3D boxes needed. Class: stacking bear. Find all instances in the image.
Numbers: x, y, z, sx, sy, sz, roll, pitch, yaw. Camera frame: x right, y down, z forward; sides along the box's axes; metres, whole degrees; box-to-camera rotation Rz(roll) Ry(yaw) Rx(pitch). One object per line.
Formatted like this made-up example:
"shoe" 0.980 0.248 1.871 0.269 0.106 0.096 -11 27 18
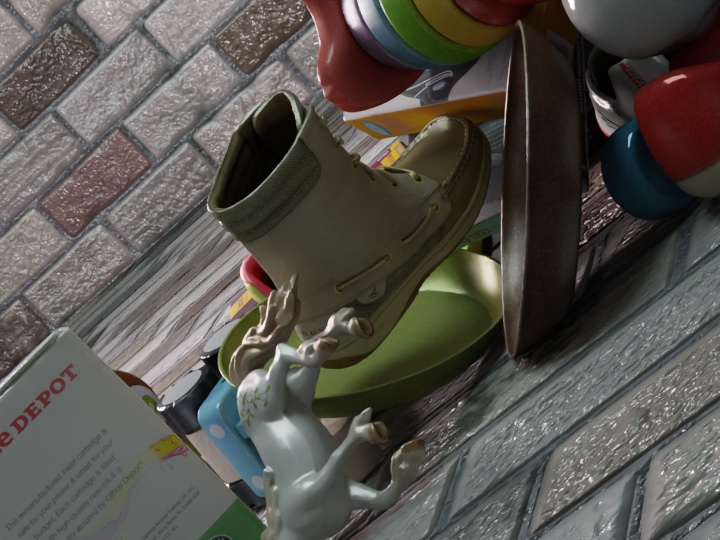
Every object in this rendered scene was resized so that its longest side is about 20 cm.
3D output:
"stacking bear" 0.062 -0.184 1.315 0.113 0.122 0.200 -19 2 -37

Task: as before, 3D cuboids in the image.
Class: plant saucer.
"plant saucer" 0.007 0.044 1.392 0.199 0.031 0.200 -15 23 6
"plant saucer" 0.107 -0.048 1.270 0.036 0.202 0.200 1 13 1

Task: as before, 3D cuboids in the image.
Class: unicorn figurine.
"unicorn figurine" -0.033 0.114 1.253 0.137 0.074 0.201 -41 43 30

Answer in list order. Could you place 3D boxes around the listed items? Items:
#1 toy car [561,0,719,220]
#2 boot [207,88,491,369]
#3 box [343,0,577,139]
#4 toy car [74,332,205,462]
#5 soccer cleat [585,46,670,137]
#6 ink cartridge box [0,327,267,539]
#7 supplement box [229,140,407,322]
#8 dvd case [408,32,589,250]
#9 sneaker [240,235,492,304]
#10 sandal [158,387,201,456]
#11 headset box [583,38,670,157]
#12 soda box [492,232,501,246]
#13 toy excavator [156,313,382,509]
"toy car" 0.186 -0.161 1.213 0.177 0.200 0.184 -49 11 -30
"boot" -0.004 -0.060 1.336 0.072 0.155 0.200 4 50 45
"box" 0.063 -0.157 1.438 0.199 0.041 0.120 -7 65 49
"toy car" -0.206 0.164 1.652 0.158 0.164 0.200 -45 18 -3
"soccer cleat" 0.182 -0.121 1.417 0.069 0.085 0.200 -42 10 6
"ink cartridge box" -0.172 0.154 1.364 0.145 0.200 0.087 -46 9 -10
"supplement box" -0.007 -0.002 1.717 0.200 0.086 0.110 -44 9 3
"dvd case" 0.089 -0.118 1.434 0.146 0.022 0.201 -25 52 38
"sneaker" 0.000 0.000 1.515 0.199 0.090 0.079 -17 55 30
"sandal" -0.178 0.158 1.789 0.200 0.080 0.054 -38 11 7
"headset box" 0.154 -0.172 1.540 0.200 0.149 0.075 -43 43 11
"soda box" 0.016 0.012 1.621 0.200 0.064 0.068 -44 9 7
"toy excavator" -0.043 0.095 1.451 0.200 0.100 0.195 -25 20 40
